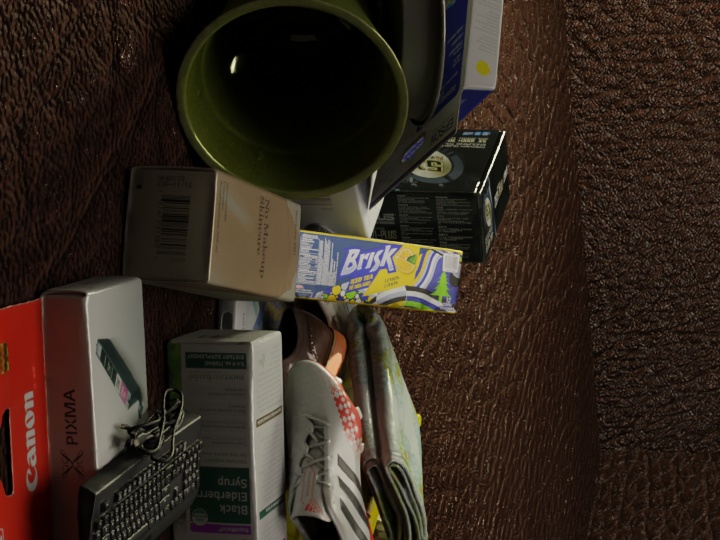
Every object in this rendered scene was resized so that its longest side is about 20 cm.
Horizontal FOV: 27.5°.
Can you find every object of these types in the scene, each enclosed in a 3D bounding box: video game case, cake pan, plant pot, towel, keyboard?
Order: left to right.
[{"bbox_3d":[-0.148,0.154,1.078,0.200,0.039,0.105,-38,128,-71],"label":"keyboard"},{"bbox_3d":[-0.095,0.088,1.435,0.200,0.022,0.185,11,80,-74],"label":"video game case"},{"bbox_3d":[-0.055,-0.200,1.320,0.191,0.198,0.202,-87,168,-51],"label":"plant pot"},{"bbox_3d":[0.029,0.159,1.446,0.172,0.048,0.201,75,6,-45],"label":"towel"},{"bbox_3d":[0.036,-0.231,1.342,0.200,0.036,0.203,176,-90,-79],"label":"cake pan"}]

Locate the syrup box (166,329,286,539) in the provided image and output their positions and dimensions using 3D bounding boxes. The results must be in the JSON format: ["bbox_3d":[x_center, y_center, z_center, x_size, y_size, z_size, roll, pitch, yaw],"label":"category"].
[{"bbox_3d":[-0.114,0.155,1.271,0.081,0.078,0.203,-18,108,-73],"label":"syrup box"}]

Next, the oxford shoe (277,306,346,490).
[{"bbox_3d":[-0.079,0.128,1.376,0.073,0.071,0.202,39,53,-29],"label":"oxford shoe"}]

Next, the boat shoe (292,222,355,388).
[{"bbox_3d":[-0.041,0.051,1.485,0.070,0.070,0.201,-43,139,-34],"label":"boat shoe"}]

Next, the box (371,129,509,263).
[{"bbox_3d":[0.054,-0.085,1.626,0.164,0.198,0.087,-61,149,-56],"label":"box"}]

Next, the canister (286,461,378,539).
[{"bbox_3d":[-0.035,0.243,1.482,0.200,0.086,0.150,39,66,-77],"label":"canister"}]

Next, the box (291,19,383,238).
[{"bbox_3d":[-0.031,-0.150,1.498,0.201,0.105,0.153,-71,155,-46],"label":"box"}]

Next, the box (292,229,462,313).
[{"bbox_3d":[0.000,0.000,1.409,0.198,0.070,0.065,7,90,-36],"label":"box"}]

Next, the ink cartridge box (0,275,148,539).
[{"bbox_3d":[-0.202,0.114,1.033,0.173,0.043,0.203,-25,115,-73],"label":"ink cartridge box"}]

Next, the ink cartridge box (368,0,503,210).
[{"bbox_3d":[0.075,-0.177,1.411,0.197,0.047,0.202,142,-42,-61],"label":"ink cartridge box"}]

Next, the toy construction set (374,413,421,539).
[{"bbox_3d":[0.026,0.244,1.756,0.132,0.091,0.202,67,17,-54],"label":"toy construction set"}]

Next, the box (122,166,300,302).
[{"bbox_3d":[-0.120,-0.027,1.239,0.200,0.077,0.096,13,80,-72],"label":"box"}]

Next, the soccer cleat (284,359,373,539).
[{"bbox_3d":[-0.035,0.181,1.303,0.085,0.068,0.202,-20,101,-60],"label":"soccer cleat"}]

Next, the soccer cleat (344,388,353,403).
[{"bbox_3d":[-0.014,0.070,1.648,0.078,0.069,0.202,36,49,-64],"label":"soccer cleat"}]
